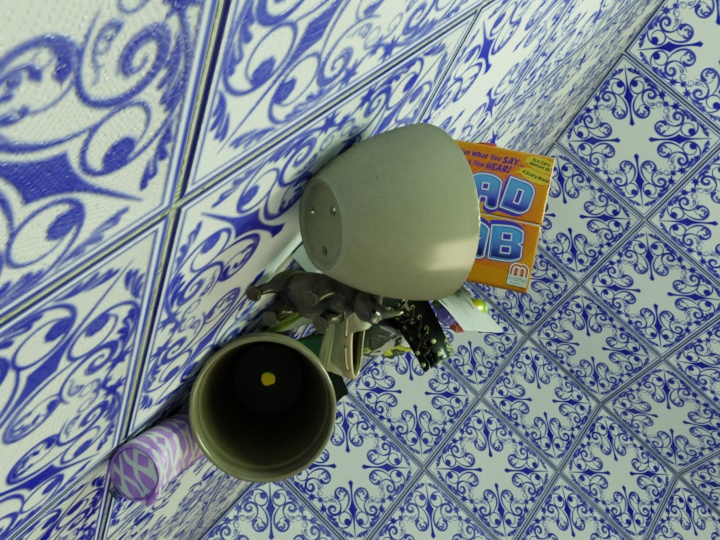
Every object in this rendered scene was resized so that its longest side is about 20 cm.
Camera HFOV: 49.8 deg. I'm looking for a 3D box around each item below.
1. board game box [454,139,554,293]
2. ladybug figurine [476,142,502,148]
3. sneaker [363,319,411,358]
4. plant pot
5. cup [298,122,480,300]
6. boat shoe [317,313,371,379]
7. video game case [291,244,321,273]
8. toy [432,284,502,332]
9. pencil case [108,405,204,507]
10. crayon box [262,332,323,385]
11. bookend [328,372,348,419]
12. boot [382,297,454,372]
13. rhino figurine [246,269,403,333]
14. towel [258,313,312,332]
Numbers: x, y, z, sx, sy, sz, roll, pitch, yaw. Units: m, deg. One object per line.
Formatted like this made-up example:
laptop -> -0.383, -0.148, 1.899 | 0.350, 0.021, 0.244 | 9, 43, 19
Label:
board game box -> 0.188, -0.083, 1.246 | 0.200, 0.196, 0.204 | 8, 94, -80
ladybug figurine -> 0.232, -0.201, 1.608 | 0.136, 0.072, 0.201 | -43, 171, -27
sneaker -> 0.034, 0.097, 1.316 | 0.073, 0.086, 0.200 | -24, 161, 11
plant pot -> -0.135, 0.176, 1.117 | 0.201, 0.200, 0.174 | -48, -173, 3
cup -> 0.016, -0.057, 0.859 | 0.141, 0.202, 0.201 | -9, 150, -31
boat shoe -> -0.009, 0.057, 1.080 | 0.072, 0.064, 0.203 | -32, 139, -60
video game case -> -0.007, -0.059, 1.110 | 0.182, 0.045, 0.200 | -47, 172, -1
toy -> 0.155, 0.066, 1.260 | 0.047, 0.116, 0.199 | -46, 157, 19
pencil case -> -0.258, 0.248, 1.072 | 0.084, 0.085, 0.200 | -49, 173, 21
crayon box -> -0.079, 0.138, 1.322 | 0.170, 0.059, 0.200 | -16, 177, 12
bookend -> -0.099, 0.227, 1.494 | 0.196, 0.093, 0.200 | -21, -174, 28
boot -> 0.081, 0.079, 1.212 | 0.073, 0.155, 0.203 | -31, 170, 14
rhino figurine -> -0.037, 0.037, 0.958 | 0.087, 0.197, 0.061 | -33, 124, -57
towel -> -0.053, 0.047, 1.187 | 0.143, 0.023, 0.199 | -33, 170, 29
